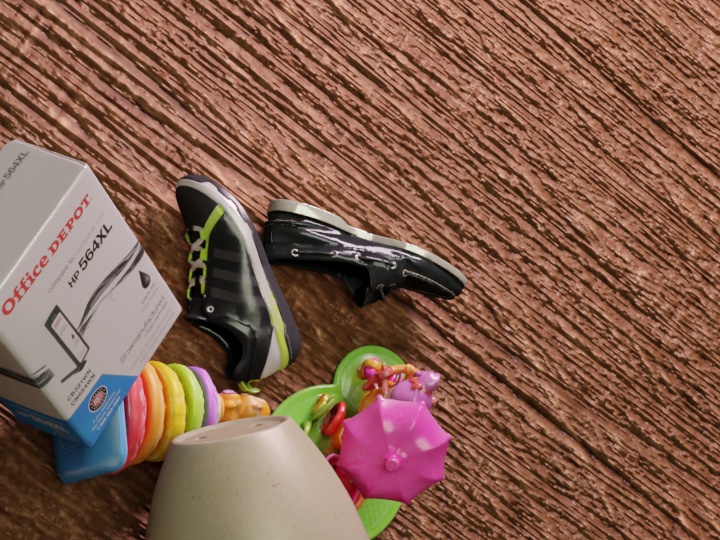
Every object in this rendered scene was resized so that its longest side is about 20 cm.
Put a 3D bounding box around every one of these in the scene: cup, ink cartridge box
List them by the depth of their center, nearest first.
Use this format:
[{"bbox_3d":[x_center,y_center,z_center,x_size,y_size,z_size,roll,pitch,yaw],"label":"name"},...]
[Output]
[{"bbox_3d":[-0.240,0.020,1.504,0.146,0.084,0.200,-58,147,-22],"label":"ink cartridge box"},{"bbox_3d":[-0.094,0.200,1.597,0.200,0.200,0.144,-13,95,-27],"label":"cup"}]

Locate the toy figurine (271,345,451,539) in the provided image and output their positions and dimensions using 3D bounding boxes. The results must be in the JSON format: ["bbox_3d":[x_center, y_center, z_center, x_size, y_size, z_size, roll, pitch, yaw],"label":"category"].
[{"bbox_3d":[0.023,0.140,1.695,0.150,0.184,0.200,37,66,-14],"label":"toy figurine"}]

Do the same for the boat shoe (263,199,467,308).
[{"bbox_3d":[0.001,-0.001,1.777,0.199,0.074,0.066,23,72,-18],"label":"boat shoe"}]

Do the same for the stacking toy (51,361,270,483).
[{"bbox_3d":[-0.162,0.120,1.671,0.199,0.116,0.110,1,77,-36],"label":"stacking toy"}]

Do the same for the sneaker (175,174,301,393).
[{"bbox_3d":[-0.124,0.012,1.718,0.083,0.072,0.201,-28,91,-26],"label":"sneaker"}]
